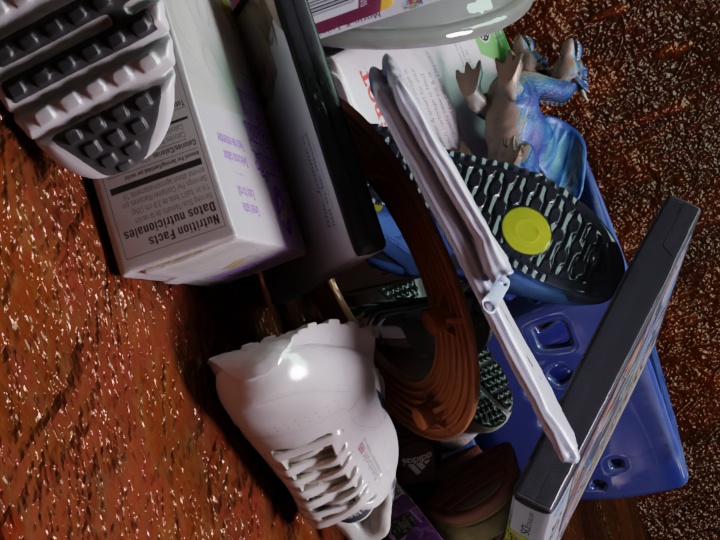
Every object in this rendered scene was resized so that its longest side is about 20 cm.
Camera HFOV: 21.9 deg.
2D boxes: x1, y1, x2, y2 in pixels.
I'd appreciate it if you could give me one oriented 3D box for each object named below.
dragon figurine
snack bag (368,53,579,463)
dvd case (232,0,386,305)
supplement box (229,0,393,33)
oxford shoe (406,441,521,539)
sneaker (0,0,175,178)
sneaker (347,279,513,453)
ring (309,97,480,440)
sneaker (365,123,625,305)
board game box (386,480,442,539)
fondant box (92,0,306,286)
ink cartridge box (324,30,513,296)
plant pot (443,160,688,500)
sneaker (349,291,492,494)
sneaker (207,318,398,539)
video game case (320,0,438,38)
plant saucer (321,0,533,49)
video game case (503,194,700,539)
[{"bbox_3d":[0.104,-0.072,1.170,0.099,0.059,0.202,27,58,-46],"label":"dragon figurine"},{"bbox_3d":[0.055,-0.010,0.907,0.201,0.021,0.189,63,3,-8],"label":"snack bag"},{"bbox_3d":[-0.040,-0.063,0.942,0.200,0.017,0.144,151,-79,-74],"label":"dvd case"},{"bbox_3d":[-0.060,-0.239,1.009,0.131,0.102,0.201,91,-22,-71],"label":"supplement box"},{"bbox_3d":[0.077,0.154,1.162,0.074,0.070,0.200,60,-3,0],"label":"oxford shoe"},{"bbox_3d":[-0.125,-0.134,0.716,0.081,0.075,0.201,-107,176,-71],"label":"sneaker"},{"bbox_3d":[0.020,0.035,1.244,0.073,0.080,0.201,-13,68,-43],"label":"sneaker"},{"bbox_3d":[0.000,0.000,0.981,0.201,0.019,0.201,49,-27,35],"label":"ring"},{"bbox_3d":[0.053,-0.023,1.072,0.079,0.198,0.066,114,-5,-58],"label":"sneaker"},{"bbox_3d":[0.056,0.194,1.106,0.120,0.032,0.200,44,-10,39],"label":"board game box"},{"bbox_3d":[-0.092,-0.097,0.853,0.144,0.058,0.202,12,62,-79],"label":"fondant box"},{"bbox_3d":[0.028,-0.090,1.195,0.200,0.084,0.147,-37,108,-51],"label":"ink cartridge box"},{"bbox_3d":[0.133,0.061,1.449,0.201,0.178,0.201,-91,161,-59],"label":"plant pot"},{"bbox_3d":[0.038,0.075,1.091,0.200,0.075,0.117,177,-97,-76],"label":"sneaker"},{"bbox_3d":[-0.018,0.081,0.909,0.200,0.076,0.081,46,33,-68],"label":"sneaker"},{"bbox_3d":[-0.024,-0.234,1.104,0.024,0.180,0.202,59,15,-67],"label":"video game case"},{"bbox_3d":[0.011,-0.194,1.165,0.201,0.198,0.051,-88,179,-63],"label":"plant saucer"},{"bbox_3d":[0.136,0.079,1.084,0.201,0.025,0.181,-60,167,-22],"label":"video game case"}]
